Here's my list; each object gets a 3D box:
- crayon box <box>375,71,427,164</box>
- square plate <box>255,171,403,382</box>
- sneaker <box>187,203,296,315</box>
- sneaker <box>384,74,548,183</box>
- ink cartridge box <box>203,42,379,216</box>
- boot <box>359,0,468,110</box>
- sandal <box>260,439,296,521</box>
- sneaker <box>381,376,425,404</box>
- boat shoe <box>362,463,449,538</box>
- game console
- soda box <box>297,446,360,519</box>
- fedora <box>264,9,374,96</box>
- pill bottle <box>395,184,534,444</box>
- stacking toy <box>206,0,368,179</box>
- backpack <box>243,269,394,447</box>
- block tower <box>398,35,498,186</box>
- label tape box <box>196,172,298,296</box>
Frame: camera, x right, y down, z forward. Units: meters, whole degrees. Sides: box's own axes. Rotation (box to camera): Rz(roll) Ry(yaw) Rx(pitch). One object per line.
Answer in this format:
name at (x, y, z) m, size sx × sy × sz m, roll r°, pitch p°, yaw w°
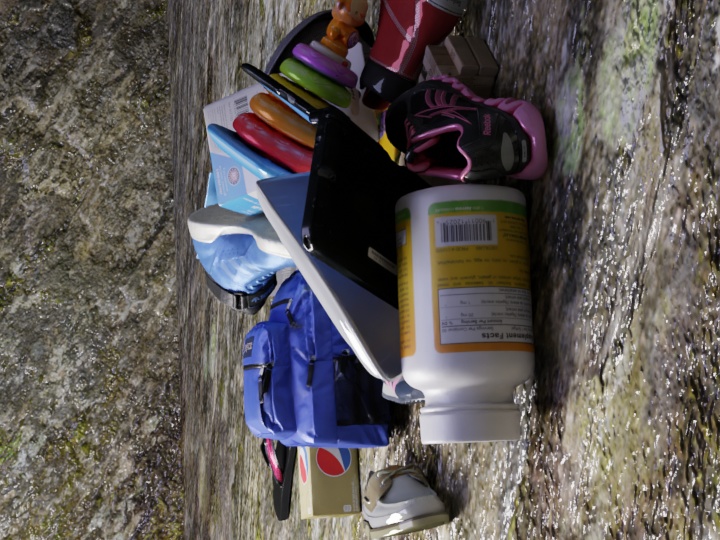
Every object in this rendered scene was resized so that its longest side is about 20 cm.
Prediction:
crayon box at (0.040, -0.127, 1.356) m, size 0.127 × 0.050 × 0.203 m, roll -154°, pitch 65°, yaw -73°
square plate at (0.000, 0.000, 1.161) m, size 0.028 × 0.198 × 0.201 m, roll -36°, pitch 83°, yaw 24°
sneaker at (-0.103, -0.005, 1.438) m, size 0.198 × 0.077 × 0.112 m, roll 8°, pitch 122°, yaw 37°
sneaker at (0.065, -0.111, 1.094) m, size 0.199 × 0.095 × 0.080 m, roll 20°, pitch 127°, yaw 57°
ink cartridge box at (-0.060, -0.145, 1.369) m, size 0.068 × 0.198 × 0.118 m, roll 17°, pitch -122°, yaw -59°
boot at (0.028, -0.239, 1.279) m, size 0.145 × 0.072 × 0.201 m, roll -61°, pitch 24°, yaw 21°
sandal at (-0.127, 0.285, 1.971) m, size 0.075 × 0.044 × 0.203 m, roll -128°, pitch 41°, yaw -66°
sneaker at (0.057, 0.083, 1.252) m, size 0.200 × 0.069 × 0.083 m, roll 173°, pitch 92°, yaw -73°
boat shoe at (0.036, 0.231, 1.323) m, size 0.200 × 0.074 × 0.069 m, roll 142°, pitch 121°, yaw -72°
game console at (-0.020, -0.066, 1.132) m, size 0.115 × 0.199 × 0.178 m, roll -3°, pitch 70°, yaw 32°
soda box at (-0.043, 0.205, 1.631) m, size 0.068 × 0.063 × 0.203 m, roll 139°, pitch 129°, yaw -70°
fedora at (-0.031, -0.190, 1.479) m, size 0.090 × 0.176 × 0.202 m, roll 39°, pitch 127°, yaw 32°
pill bottle at (0.086, 0.038, 1.072) m, size 0.111 × 0.110 × 0.203 m, roll 152°, pitch 117°, yaw -73°
stacking toy at (-0.045, -0.177, 1.256) m, size 0.109 × 0.116 × 0.202 m, roll 35°, pitch 100°, yaw 35°
backpack at (-0.045, 0.094, 1.458) m, size 0.162 × 0.166 × 0.203 m, roll 162°, pitch 111°, yaw -67°
block tower at (0.074, -0.119, 1.226) m, size 0.058 × 0.053 × 0.202 m, roll -108°, pitch 24°, yaw -49°
label tape box at (-0.082, -0.039, 1.521) m, size 0.145 × 0.197 × 0.064 m, roll 106°, pitch 158°, yaw -44°
